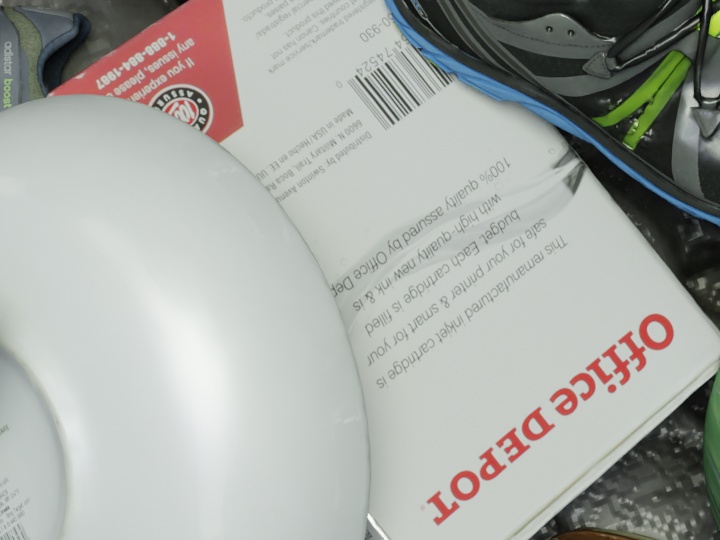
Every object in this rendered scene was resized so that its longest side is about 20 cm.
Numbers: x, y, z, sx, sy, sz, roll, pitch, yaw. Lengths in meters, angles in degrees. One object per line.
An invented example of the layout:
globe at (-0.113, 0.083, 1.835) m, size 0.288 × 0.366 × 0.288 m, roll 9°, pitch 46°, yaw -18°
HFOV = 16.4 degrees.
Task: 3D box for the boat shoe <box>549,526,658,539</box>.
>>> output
boat shoe at (0.132, 0.160, 0.833) m, size 0.200 × 0.074 × 0.076 m, roll 38°, pitch 100°, yaw 17°

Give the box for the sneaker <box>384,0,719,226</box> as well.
sneaker at (0.096, -0.072, 0.772) m, size 0.199 × 0.083 × 0.071 m, roll 26°, pitch 66°, yaw 11°

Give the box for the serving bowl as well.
serving bowl at (-0.095, 0.051, 0.742) m, size 0.199 × 0.066 × 0.201 m, roll 8°, pitch 104°, yaw 35°

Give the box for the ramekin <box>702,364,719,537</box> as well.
ramekin at (0.206, 0.065, 0.796) m, size 0.199 × 0.098 × 0.201 m, roll -6°, pitch 120°, yaw -10°

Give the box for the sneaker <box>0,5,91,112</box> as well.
sneaker at (-0.111, -0.002, 0.869) m, size 0.081 × 0.074 × 0.201 m, roll -15°, pitch 90°, yaw 0°

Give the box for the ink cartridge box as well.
ink cartridge box at (0.000, 0.000, 0.827) m, size 0.147 × 0.083 × 0.200 m, roll -36°, pitch 87°, yaw -28°
